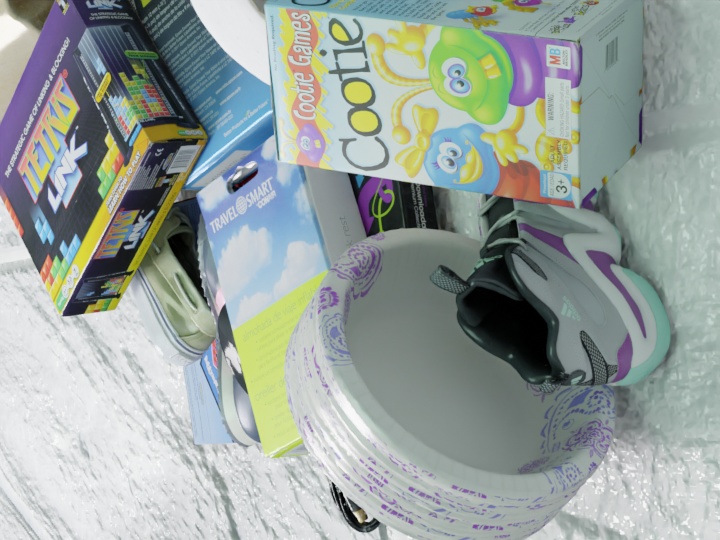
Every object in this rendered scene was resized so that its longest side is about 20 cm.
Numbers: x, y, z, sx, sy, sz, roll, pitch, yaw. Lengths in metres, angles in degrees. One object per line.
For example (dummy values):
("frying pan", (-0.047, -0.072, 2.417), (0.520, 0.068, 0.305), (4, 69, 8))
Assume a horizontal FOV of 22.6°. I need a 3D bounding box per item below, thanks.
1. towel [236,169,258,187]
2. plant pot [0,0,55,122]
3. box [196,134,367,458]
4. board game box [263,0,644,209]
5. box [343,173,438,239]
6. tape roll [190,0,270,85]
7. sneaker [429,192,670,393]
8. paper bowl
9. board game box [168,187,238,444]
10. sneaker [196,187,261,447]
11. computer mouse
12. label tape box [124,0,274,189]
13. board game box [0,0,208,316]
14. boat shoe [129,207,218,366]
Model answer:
("towel", (-0.094, -0.163, 1.390), (0.144, 0.022, 0.201), (22, 113, 48))
("plant pot", (-0.310, -0.221, 1.543), (0.183, 0.200, 0.202), (-20, 81, 40))
("box", (-0.042, 0.016, 1.243), (0.122, 0.047, 0.201), (-32, 68, 44))
("board game box", (0.056, -0.115, 1.067), (0.199, 0.105, 0.104), (11, 119, 27))
("box", (0.000, 0.000, 1.257), (0.143, 0.036, 0.201), (-15, 82, 48))
("tape roll", (-0.023, -0.209, 1.176), (0.199, 0.066, 0.201), (18, 132, 20))
("sneaker", (0.088, -0.013, 1.082), (0.200, 0.139, 0.078), (58, 135, 27))
("paper bowl", (0.047, 0.080, 1.105), (0.201, 0.200, 0.105), (60, 137, 26))
("board game box", (-0.116, 0.040, 1.458), (0.103, 0.019, 0.201), (-9, 89, 54))
("sneaker", (-0.069, 0.031, 1.371), (0.082, 0.070, 0.201), (-9, 91, 34))
("computer mouse", (-0.041, 0.103, 1.315), (0.200, 0.058, 0.034), (56, -179, 5))
("label tape box", (-0.104, -0.180, 1.336), (0.143, 0.066, 0.201), (-32, 69, 47))
("board game box", (-0.208, -0.091, 1.382), (0.166, 0.056, 0.200), (57, 134, 27))
("boat shoe", (-0.159, -0.019, 1.447), (0.062, 0.072, 0.201), (-37, 67, 21))
